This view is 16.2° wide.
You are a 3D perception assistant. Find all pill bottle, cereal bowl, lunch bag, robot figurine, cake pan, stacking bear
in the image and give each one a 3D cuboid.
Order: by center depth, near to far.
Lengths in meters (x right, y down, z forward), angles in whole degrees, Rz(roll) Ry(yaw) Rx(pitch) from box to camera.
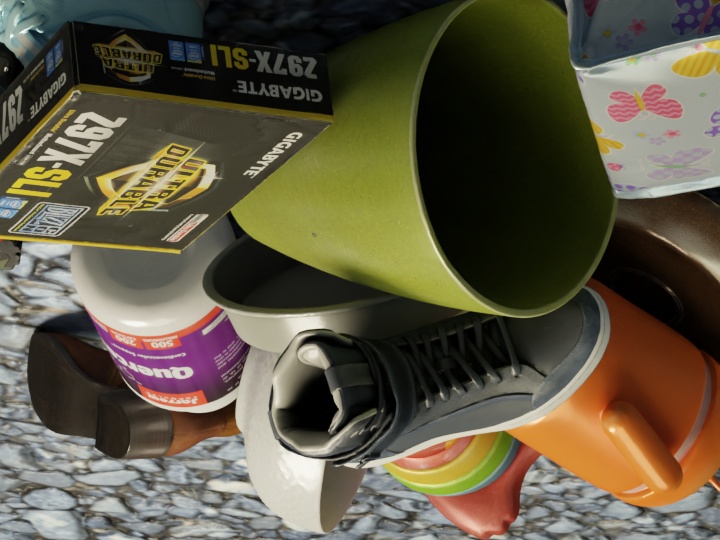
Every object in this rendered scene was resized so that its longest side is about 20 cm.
[{"bbox_3d":[0.217,-0.128,1.375,0.200,0.127,0.170,-11,153,8],"label":"lunch bag"},{"bbox_3d":[0.000,0.000,1.612,0.200,0.200,0.037,-6,112,19],"label":"cake pan"},{"bbox_3d":[0.162,0.081,1.637,0.200,0.117,0.144,31,162,-25],"label":"robot figurine"},{"bbox_3d":[0.052,0.100,1.732,0.114,0.122,0.200,31,179,23],"label":"stacking bear"},{"bbox_3d":[-0.127,0.026,1.752,0.112,0.113,0.200,-1,154,8],"label":"pill bottle"},{"bbox_3d":[-0.032,0.078,1.772,0.083,0.200,0.200,18,157,12],"label":"cereal bowl"}]

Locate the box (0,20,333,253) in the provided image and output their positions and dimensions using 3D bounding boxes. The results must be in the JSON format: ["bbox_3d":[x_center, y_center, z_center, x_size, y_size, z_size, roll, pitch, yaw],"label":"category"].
[{"bbox_3d":[-0.132,-0.072,1.450,0.159,0.049,0.200,7,155,-30],"label":"box"}]

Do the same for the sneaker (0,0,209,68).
[{"bbox_3d":[-0.183,-0.148,1.425,0.200,0.082,0.074,9,153,-13],"label":"sneaker"}]

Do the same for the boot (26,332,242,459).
[{"bbox_3d":[-0.136,0.086,1.934,0.200,0.069,0.188,-4,-166,-37],"label":"boot"}]

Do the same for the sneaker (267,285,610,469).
[{"bbox_3d":[0.041,0.059,1.486,0.202,0.077,0.146,-27,161,15],"label":"sneaker"}]

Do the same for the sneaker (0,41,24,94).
[{"bbox_3d":[-0.166,-0.093,1.530,0.200,0.076,0.079,25,166,-39],"label":"sneaker"}]

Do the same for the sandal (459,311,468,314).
[{"bbox_3d":[0.081,0.009,1.704,0.057,0.080,0.201,26,157,-20],"label":"sandal"}]

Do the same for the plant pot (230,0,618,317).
[{"bbox_3d":[0.019,-0.063,1.498,0.200,0.187,0.187,-3,157,43],"label":"plant pot"}]

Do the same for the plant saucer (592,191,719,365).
[{"bbox_3d":[0.193,0.008,1.668,0.200,0.032,0.200,27,152,16],"label":"plant saucer"}]

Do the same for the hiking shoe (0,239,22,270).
[{"bbox_3d":[-0.270,-0.052,1.646,0.100,0.076,0.200,2,156,-5],"label":"hiking shoe"}]
